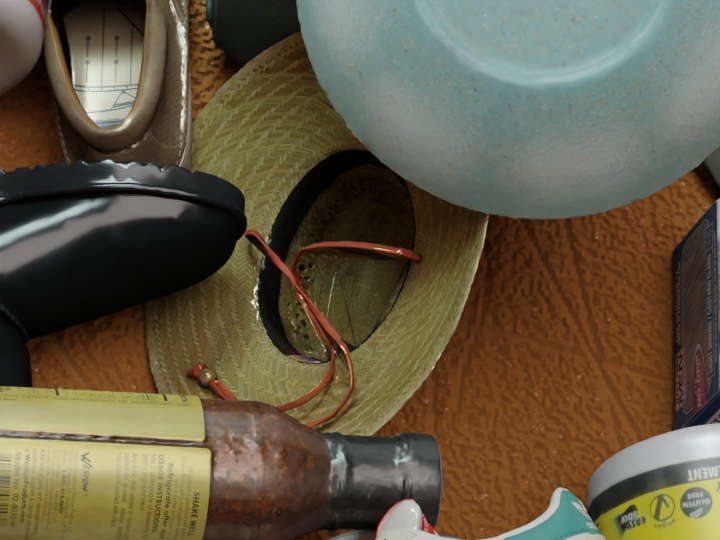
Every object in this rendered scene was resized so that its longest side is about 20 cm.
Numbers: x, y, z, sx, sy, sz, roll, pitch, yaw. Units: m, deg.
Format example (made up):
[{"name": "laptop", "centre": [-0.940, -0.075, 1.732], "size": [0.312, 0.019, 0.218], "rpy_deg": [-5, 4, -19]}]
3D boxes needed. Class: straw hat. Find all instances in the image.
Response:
[{"name": "straw hat", "centre": [0.000, 0.000, 1.043], "size": [0.085, 0.201, 0.201], "rpy_deg": [25, 52, -48]}]

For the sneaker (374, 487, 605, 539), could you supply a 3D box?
[{"name": "sneaker", "centre": [0.007, 0.142, 0.909], "size": [0.200, 0.070, 0.094], "rpy_deg": [-18, 62, 9]}]

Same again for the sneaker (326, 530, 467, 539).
[{"name": "sneaker", "centre": [0.057, 0.150, 0.959], "size": [0.070, 0.200, 0.080], "rpy_deg": [21, 80, -54]}]

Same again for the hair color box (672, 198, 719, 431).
[{"name": "hair color box", "centre": [0.249, 0.038, 1.115], "size": [0.200, 0.061, 0.100], "rpy_deg": [9, 63, -11]}]

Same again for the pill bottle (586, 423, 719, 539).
[{"name": "pill bottle", "centre": [0.160, 0.173, 0.994], "size": [0.112, 0.112, 0.200], "rpy_deg": [2, 65, -15]}]

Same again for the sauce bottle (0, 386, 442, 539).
[{"name": "sauce bottle", "centre": [-0.069, 0.081, 0.926], "size": [0.200, 0.066, 0.066], "rpy_deg": [5, 64, -12]}]

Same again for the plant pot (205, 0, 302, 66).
[{"name": "plant pot", "centre": [0.031, -0.172, 1.086], "size": [0.200, 0.196, 0.197], "rpy_deg": [3, 64, -4]}]

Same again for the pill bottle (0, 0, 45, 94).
[{"name": "pill bottle", "centre": [-0.196, -0.182, 1.061], "size": [0.116, 0.116, 0.200], "rpy_deg": [4, 64, -14]}]

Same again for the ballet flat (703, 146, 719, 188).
[{"name": "ballet flat", "centre": [0.183, -0.101, 1.161], "size": [0.067, 0.064, 0.200], "rpy_deg": [-20, 72, -23]}]

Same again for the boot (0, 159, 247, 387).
[{"name": "boot", "centre": [-0.145, 0.040, 0.987], "size": [0.198, 0.073, 0.163], "rpy_deg": [-1, 65, -4]}]

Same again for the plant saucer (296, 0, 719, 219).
[{"name": "plant saucer", "centre": [0.072, -0.122, 0.948], "size": [0.201, 0.039, 0.201], "rpy_deg": [-1, 82, 4]}]

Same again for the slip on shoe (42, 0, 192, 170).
[{"name": "slip on shoe", "centre": [-0.115, -0.122, 1.072], "size": [0.076, 0.061, 0.200], "rpy_deg": [-8, 61, 5]}]
